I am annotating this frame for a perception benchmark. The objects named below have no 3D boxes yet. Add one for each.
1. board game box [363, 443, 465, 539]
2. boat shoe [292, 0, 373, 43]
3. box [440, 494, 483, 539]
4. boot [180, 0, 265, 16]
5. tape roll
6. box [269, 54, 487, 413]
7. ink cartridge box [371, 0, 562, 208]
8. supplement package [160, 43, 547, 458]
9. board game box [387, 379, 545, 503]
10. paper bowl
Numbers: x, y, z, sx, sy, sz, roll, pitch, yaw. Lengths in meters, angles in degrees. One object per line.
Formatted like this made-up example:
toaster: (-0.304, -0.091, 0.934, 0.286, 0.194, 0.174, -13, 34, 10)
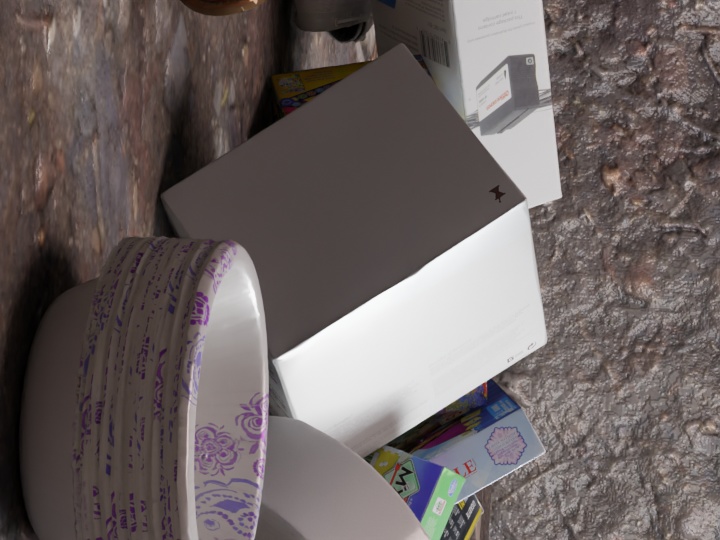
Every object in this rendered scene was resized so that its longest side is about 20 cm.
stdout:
board game box: (-0.024, 0.209, 1.764, 0.029, 0.134, 0.201, 32, 79, -46)
boat shoe: (-0.012, -0.215, 2.102, 0.200, 0.071, 0.069, -33, 128, -80)
box: (-0.002, 0.227, 1.964, 0.050, 0.159, 0.200, 62, 18, -8)
boot: (-0.084, -0.266, 1.584, 0.156, 0.076, 0.201, 85, 9, -48)
tape roll: (-0.035, 0.192, 1.628, 0.071, 0.202, 0.204, -38, 140, -34)
box: (0.012, -0.023, 1.960, 0.193, 0.121, 0.201, -111, -165, -57)
ink cartridge box: (0.079, -0.155, 2.037, 0.145, 0.083, 0.201, 33, -45, 57)
supplement package: (0.000, 0.000, 1.708, 0.147, 0.191, 0.200, 53, -10, 27)
board game box: (0.031, 0.154, 1.973, 0.041, 0.199, 0.200, 60, -2, -6)
paper bowl: (-0.116, 0.082, 1.400, 0.201, 0.103, 0.202, 3, 90, -81)
